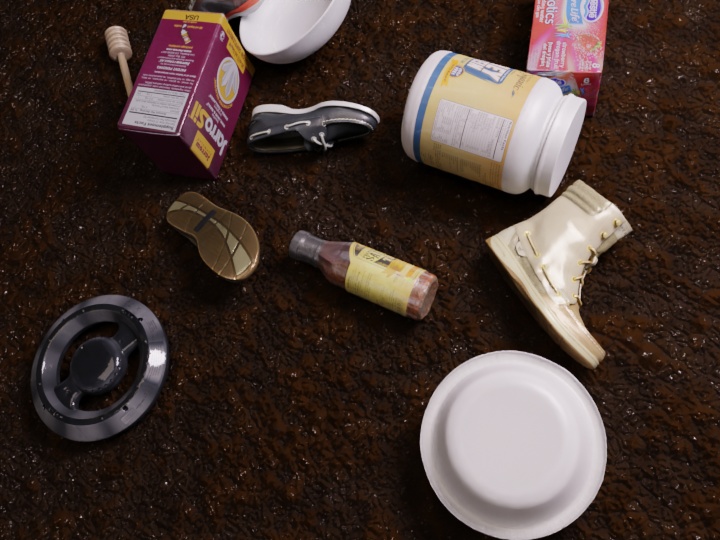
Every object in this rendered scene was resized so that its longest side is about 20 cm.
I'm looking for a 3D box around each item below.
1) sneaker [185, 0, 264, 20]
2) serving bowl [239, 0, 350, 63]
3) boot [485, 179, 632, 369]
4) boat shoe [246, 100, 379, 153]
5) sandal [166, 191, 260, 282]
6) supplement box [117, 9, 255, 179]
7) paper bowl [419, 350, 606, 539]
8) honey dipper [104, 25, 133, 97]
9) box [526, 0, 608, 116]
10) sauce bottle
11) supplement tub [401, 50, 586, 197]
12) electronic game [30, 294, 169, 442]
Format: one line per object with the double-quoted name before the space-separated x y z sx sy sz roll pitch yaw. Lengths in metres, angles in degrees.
"sneaker" -0.236 -0.426 1.053 0.199 0.082 0.078 -16 60 31
"serving bowl" -0.088 -0.393 1.023 0.199 0.066 0.202 -17 60 30
"boot" 0.264 0.000 0.805 0.155 0.073 0.201 -34 61 2
"boat shoe" -0.069 -0.195 0.959 0.198 0.076 0.061 2 69 26
"sandal" -0.200 -0.046 0.945 0.080 0.054 0.200 -46 52 -12
"supplement box" -0.247 -0.256 0.988 0.102 0.131 0.202 10 73 16
"paper bowl" 0.164 0.188 0.741 0.199 0.104 0.203 -4 70 11
"honey dipper" -0.374 -0.307 1.088 0.038 0.038 0.201 -22 68 4
"box" 0.278 -0.319 0.907 0.095 0.100 0.202 6 71 15
"sauce bottle" 0.000 0.000 0.870 0.199 0.066 0.066 23 76 18
"supplement tub" 0.167 -0.183 0.856 0.199 0.145 0.146 22 76 19
"electronic game" -0.353 0.129 0.916 0.198 0.042 0.202 -4 68 10
